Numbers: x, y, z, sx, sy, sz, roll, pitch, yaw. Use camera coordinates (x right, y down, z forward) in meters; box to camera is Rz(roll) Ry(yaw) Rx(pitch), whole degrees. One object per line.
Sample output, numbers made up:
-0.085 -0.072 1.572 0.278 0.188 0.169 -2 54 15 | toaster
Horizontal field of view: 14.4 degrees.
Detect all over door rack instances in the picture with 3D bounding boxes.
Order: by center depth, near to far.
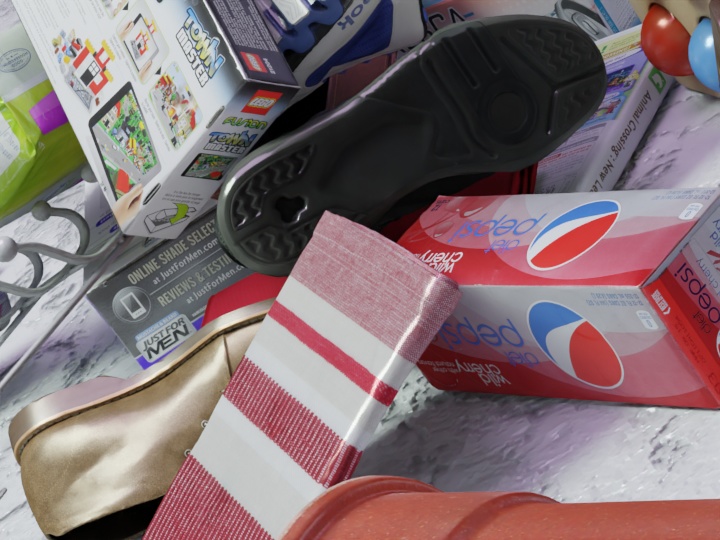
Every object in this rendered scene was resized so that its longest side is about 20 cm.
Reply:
-0.199 0.043 1.476 0.148 0.067 0.200 -30 30 57 | over door rack

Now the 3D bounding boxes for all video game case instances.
0.061 -0.049 1.462 0.200 0.022 0.182 -19 26 38 | video game case

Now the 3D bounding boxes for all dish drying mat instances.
0.000 0.000 1.397 0.200 0.018 0.077 -27 30 28 | dish drying mat

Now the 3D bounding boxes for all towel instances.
-0.032 0.076 1.224 0.200 0.023 0.144 -60 22 2 | towel

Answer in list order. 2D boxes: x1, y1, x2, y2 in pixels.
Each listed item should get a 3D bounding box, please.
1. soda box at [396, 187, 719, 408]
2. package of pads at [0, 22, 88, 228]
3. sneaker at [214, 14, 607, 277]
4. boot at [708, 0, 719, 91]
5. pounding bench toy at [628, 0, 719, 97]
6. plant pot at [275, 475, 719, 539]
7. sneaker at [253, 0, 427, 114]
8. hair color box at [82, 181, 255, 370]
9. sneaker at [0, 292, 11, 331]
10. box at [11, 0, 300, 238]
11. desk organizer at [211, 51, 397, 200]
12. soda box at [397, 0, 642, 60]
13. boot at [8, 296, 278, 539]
0.089 0.011 1.218 0.063 0.070 0.200 -47 24 -25 | soda box
-0.171 -0.080 1.510 0.154 0.068 0.200 -34 -2 -34 | package of pads
0.018 -0.060 1.351 0.199 0.076 0.114 -31 5 -8 | sneaker
0.228 -0.156 1.278 0.200 0.064 0.187 -30 62 15 | boot
0.177 -0.194 1.355 0.156 0.200 0.124 -37 21 -9 | pounding bench toy
0.096 0.144 0.769 0.195 0.201 0.201 -10 30 31 | plant pot
-0.028 -0.111 1.391 0.115 0.081 0.199 -3 -38 -50 | sneaker
-0.094 -0.031 1.593 0.109 0.065 0.200 -33 19 8 | hair color box
-0.263 0.071 1.615 0.200 0.088 0.081 -52 49 5 | sneaker
-0.109 -0.126 1.361 0.110 0.035 0.200 -47 55 32 | box
-0.026 -0.116 1.496 0.200 0.077 0.072 -85 16 -44 | desk organizer
0.062 -0.134 1.582 0.200 0.068 0.064 -17 28 40 | soda box
-0.068 0.073 1.357 0.200 0.074 0.076 -26 51 10 | boot
